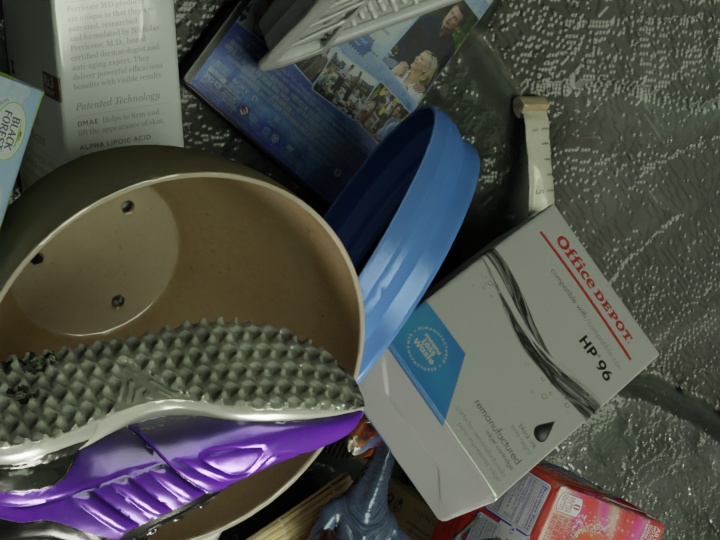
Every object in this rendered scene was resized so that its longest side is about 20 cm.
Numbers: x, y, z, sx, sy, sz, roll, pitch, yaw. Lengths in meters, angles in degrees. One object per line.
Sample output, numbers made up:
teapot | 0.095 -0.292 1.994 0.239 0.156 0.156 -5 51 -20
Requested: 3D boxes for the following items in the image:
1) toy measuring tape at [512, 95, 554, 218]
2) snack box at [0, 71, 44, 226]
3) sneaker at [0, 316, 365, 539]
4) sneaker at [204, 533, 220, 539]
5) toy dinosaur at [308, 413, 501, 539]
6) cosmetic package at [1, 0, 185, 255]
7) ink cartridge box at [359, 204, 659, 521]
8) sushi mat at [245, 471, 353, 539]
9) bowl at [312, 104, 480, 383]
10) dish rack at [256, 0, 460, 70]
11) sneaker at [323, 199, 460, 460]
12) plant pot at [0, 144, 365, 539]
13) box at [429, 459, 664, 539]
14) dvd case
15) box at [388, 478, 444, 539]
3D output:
toy measuring tape | 0.107 -0.011 1.210 0.073 0.073 0.202 -3 84 -29
snack box | -0.236 -0.005 0.887 0.067 0.200 0.170 22 75 -25
sneaker | -0.097 0.085 0.843 0.198 0.070 0.100 -5 125 -22
sneaker | -0.105 0.135 1.121 0.199 0.076 0.088 -34 135 -14
toy dinosaur | -0.020 0.169 1.122 0.105 0.199 0.183 15 78 -43
cosmetic package | -0.147 -0.120 0.993 0.073 0.102 0.202 -13 109 -24
ink cartridge box | 0.095 0.043 1.097 0.200 0.068 0.116 -36 91 -34
sushi mat | -0.083 0.208 1.146 0.199 0.012 0.096 -32 145 -27
bowl | 0.000 0.000 1.039 0.039 0.201 0.202 33 87 -11
dish rack | 0.038 -0.181 1.036 0.199 0.172 0.044 -22 86 -23
sneaker | 0.032 0.025 1.168 0.090 0.070 0.202 9 100 -47
plant pot | -0.115 0.018 0.917 0.199 0.134 0.202 -13 121 -22
box | 0.091 0.219 1.140 0.095 0.100 0.201 23 91 -32
dvd case | -0.005 -0.154 1.114 0.142 0.018 0.201 39 84 -32
box | 0.026 0.253 1.217 0.095 0.078 0.201 27 90 -33
